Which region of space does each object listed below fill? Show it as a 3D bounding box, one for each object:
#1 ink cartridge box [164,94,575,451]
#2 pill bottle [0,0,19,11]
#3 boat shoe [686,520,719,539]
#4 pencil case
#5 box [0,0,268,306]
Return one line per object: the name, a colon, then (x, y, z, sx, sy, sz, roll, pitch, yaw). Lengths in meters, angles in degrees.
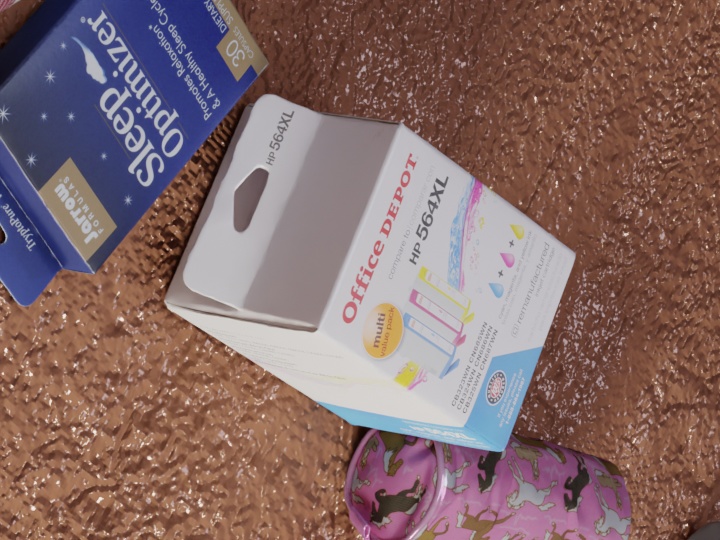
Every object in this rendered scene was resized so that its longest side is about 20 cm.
ink cartridge box: (0.000, 0.000, 1.556, 0.200, 0.125, 0.129, 34, 73, -44)
pill bottle: (-0.160, -0.200, 1.370, 0.200, 0.109, 0.110, -37, 121, -36)
boat shoe: (0.218, 0.266, 1.863, 0.068, 0.073, 0.200, 44, 55, -24)
pencil case: (0.078, 0.140, 1.692, 0.200, 0.083, 0.087, 18, 73, -46)
box: (-0.138, -0.087, 1.468, 0.200, 0.032, 0.121, -52, 129, -26)
